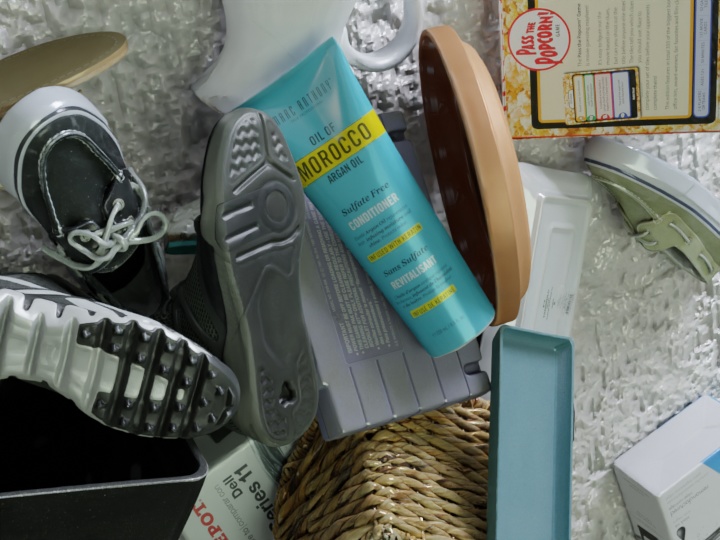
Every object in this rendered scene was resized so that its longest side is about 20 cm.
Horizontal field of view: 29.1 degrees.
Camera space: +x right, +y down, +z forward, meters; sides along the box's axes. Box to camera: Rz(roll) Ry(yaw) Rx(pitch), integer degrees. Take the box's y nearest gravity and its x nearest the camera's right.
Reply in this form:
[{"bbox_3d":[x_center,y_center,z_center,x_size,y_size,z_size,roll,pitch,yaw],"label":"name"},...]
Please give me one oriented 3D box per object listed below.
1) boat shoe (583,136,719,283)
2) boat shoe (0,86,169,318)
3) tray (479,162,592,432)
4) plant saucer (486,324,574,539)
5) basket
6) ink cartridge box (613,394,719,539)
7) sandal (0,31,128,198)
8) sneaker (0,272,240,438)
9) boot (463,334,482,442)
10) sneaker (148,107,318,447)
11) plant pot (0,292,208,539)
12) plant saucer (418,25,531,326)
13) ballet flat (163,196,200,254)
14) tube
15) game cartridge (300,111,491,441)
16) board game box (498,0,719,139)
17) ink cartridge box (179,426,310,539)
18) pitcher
[{"bbox_3d":[0.243,-0.045,1.102,0.199,0.072,0.062,27,93,-37],"label":"boat shoe"},{"bbox_3d":[-0.157,-0.029,0.827,0.073,0.068,0.200,-38,153,-20],"label":"boat shoe"},{"bbox_3d":[0.134,0.024,1.035,0.107,0.022,0.202,3,98,-50],"label":"tray"},{"bbox_3d":[0.109,0.140,0.906,0.070,0.019,0.202,12,76,-37],"label":"plant saucer"},{"bbox_3d":[0.036,0.174,0.971,0.199,0.150,0.143,24,132,-33],"label":"basket"},{"bbox_3d":[0.313,0.228,1.253,0.115,0.067,0.201,-33,122,-15],"label":"ink cartridge box"},{"bbox_3d":[-0.227,-0.071,0.822,0.210,0.078,0.070,-24,122,-10],"label":"sandal"},{"bbox_3d":[-0.165,0.040,0.801,0.198,0.091,0.067,16,105,-10],"label":"sneaker"},{"bbox_3d":[0.117,0.097,1.099,0.131,0.070,0.202,-4,110,-40],"label":"boot"},{"bbox_3d":[-0.087,0.002,0.847,0.076,0.114,0.201,-20,110,-44],"label":"sneaker"},{"bbox_3d":[-0.231,0.143,0.841,0.199,0.200,0.179,0,120,-30],"label":"plant pot"},{"bbox_3d":[0.077,-0.064,0.921,0.032,0.201,0.202,-13,117,-2],"label":"plant saucer"},{"bbox_3d":[-0.048,-0.042,0.949,0.199,0.072,0.072,0,109,-32],"label":"ballet flat"},{"bbox_3d":[0.009,-0.040,0.858,0.077,0.050,0.201,-34,102,8],"label":"tube"},{"bbox_3d":[0.000,0.000,0.903,0.129,0.038,0.202,-12,80,-29],"label":"game cartridge"},{"bbox_3d":[0.196,-0.172,0.975,0.198,0.046,0.153,0,115,9],"label":"board game box"},{"bbox_3d":[-0.046,0.140,1.002,0.199,0.083,0.147,-36,122,-12],"label":"ink cartridge box"},{"bbox_3d":[-0.023,-0.208,0.865,0.171,0.121,0.201,-18,128,-35],"label":"pitcher"}]
